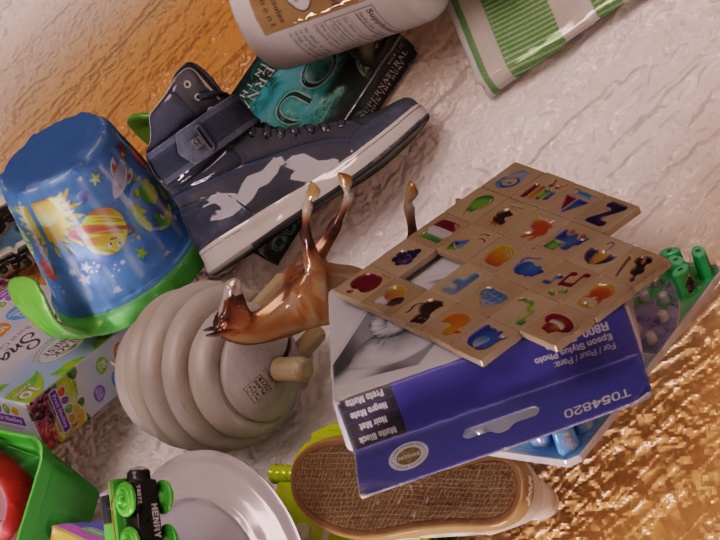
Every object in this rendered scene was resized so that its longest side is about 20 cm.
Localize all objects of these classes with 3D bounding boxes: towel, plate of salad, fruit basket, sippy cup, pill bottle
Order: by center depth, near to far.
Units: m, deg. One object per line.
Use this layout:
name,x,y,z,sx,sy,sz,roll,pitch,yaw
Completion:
plate of salad,-0.095,0.223,1.667,0.199,0.048,0.201,3,94,45
fruit basket,-0.315,0.205,1.768,0.155,0.215,0.217,7,69,41
towel,0.152,-0.232,1.797,0.200,0.023,0.153,-33,48,17
pill bottle,0.008,-0.231,1.810,0.199,0.114,0.115,-16,55,26
sippy cup,-0.201,-0.042,1.827,0.139,0.131,0.178,-28,31,9

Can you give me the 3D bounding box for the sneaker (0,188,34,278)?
sneaker,-0.326,-0.018,2.036,0.199,0.078,0.090,-31,30,17

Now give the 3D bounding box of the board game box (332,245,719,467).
board game box,0.108,0.044,1.595,0.199,0.026,0.200,5,41,41

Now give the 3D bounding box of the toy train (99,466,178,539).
toy train,-0.138,0.227,1.549,0.056,0.042,0.201,-19,75,51

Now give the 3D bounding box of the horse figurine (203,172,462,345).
horse figurine,0.000,0.000,1.678,0.050,0.199,0.133,40,118,46

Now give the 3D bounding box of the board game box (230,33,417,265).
board game box,-0.055,-0.114,1.887,0.135,0.028,0.201,29,84,46

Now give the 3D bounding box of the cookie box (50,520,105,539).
cookie box,-0.144,0.287,1.629,0.171,0.075,0.201,16,100,43

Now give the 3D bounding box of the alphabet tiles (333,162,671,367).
alphabet tiles,0.101,-0.004,1.562,0.167,0.008,0.200,-35,32,-22

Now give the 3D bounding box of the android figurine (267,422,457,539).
android figurine,0.009,0.166,1.655,0.199,0.041,0.183,2,66,38

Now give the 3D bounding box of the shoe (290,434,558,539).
shoe,0.040,0.146,1.590,0.199,0.053,0.070,1,84,38

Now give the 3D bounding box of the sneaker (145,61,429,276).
sneaker,-0.063,-0.110,1.796,0.202,0.077,0.147,-31,86,0

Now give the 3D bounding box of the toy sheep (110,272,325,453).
toy sheep,-0.102,0.068,1.745,0.199,0.138,0.139,-10,58,50

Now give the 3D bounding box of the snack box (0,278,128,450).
snack box,-0.268,0.070,1.887,0.199,0.053,0.142,8,39,42

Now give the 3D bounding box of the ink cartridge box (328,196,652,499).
ink cartridge box,0.077,0.044,1.550,0.199,0.041,0.200,-20,30,7
